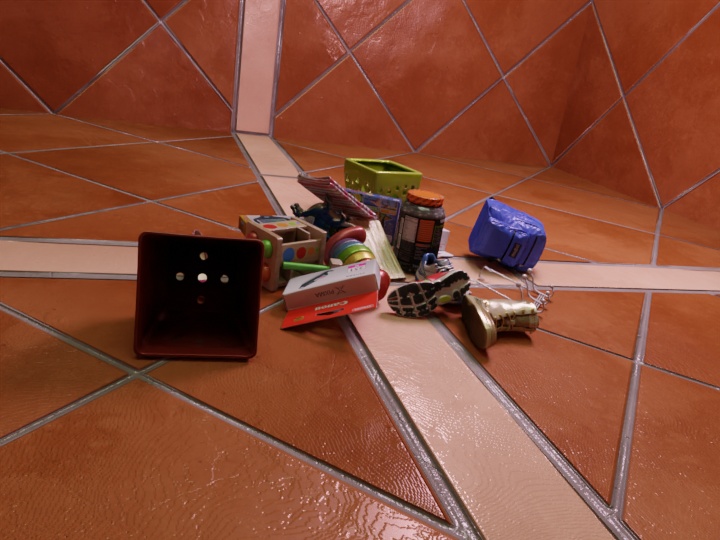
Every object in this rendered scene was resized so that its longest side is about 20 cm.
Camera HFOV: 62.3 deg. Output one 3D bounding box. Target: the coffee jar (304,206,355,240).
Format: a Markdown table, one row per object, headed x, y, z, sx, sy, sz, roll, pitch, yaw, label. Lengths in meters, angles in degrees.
| x | y | z | sx | sy | sz | roll | pitch | yaw | label |
| --- | --- | --- | --- | --- | --- | --- | --- | --- | --- |
| -0.062 | -0.110 | 1.643 | 0.199 | 0.086 | 0.104 | 26 | 10 | 38 | coffee jar |

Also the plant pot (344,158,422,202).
| x | y | z | sx | sy | sz | roll | pitch | yaw | label |
| --- | --- | --- | --- | --- | --- | --- | --- | --- | --- |
| 0.063 | -0.259 | 1.976 | 0.198 | 0.184 | 0.198 | -5 | 23 | -33 | plant pot |

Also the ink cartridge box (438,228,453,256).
| x | y | z | sx | sy | sz | roll | pitch | yaw | label |
| --- | --- | --- | --- | --- | --- | --- | --- | --- | --- |
| 0.181 | -0.106 | 1.765 | 0.115 | 0.068 | 0.199 | 0 | 21 | -40 | ink cartridge box |

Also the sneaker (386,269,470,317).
| x | y | z | sx | sy | sz | roll | pitch | yaw | label |
| --- | --- | --- | --- | --- | --- | --- | --- | --- | --- |
| 0.146 | 0.050 | 1.319 | 0.197 | 0.078 | 0.085 | -14 | 9 | -16 | sneaker |

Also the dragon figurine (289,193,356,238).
| x | y | z | sx | sy | sz | roll | pitch | yaw | label |
| --- | --- | --- | --- | --- | --- | --- | --- | --- | --- |
| -0.085 | -0.123 | 1.505 | 0.199 | 0.099 | 0.059 | 39 | 20 | -18 | dragon figurine |

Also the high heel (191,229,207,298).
| x | y | z | sx | sy | sz | roll | pitch | yaw | label |
| --- | --- | --- | --- | --- | --- | --- | --- | --- | --- |
| -0.327 | -0.012 | 1.254 | 0.066 | 0.097 | 0.200 | 0 | 22 | -25 | high heel |

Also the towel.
| x | y | z | sx | sy | sz | roll | pitch | yaw | label |
| --- | --- | --- | --- | --- | --- | --- | --- | --- | --- |
| -0.059 | -0.192 | 1.548 | 0.145 | 0.030 | 0.199 | 17 | -12 | 47 | towel |

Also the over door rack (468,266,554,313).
| x | y | z | sx | sy | sz | roll | pitch | yaw | label |
| --- | --- | --- | --- | --- | --- | --- | --- | --- | --- |
| 0.376 | 0.034 | 1.485 | 0.198 | 0.068 | 0.147 | 18 | 21 | 23 | over door rack |

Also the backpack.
| x | y | z | sx | sy | sz | roll | pitch | yaw | label |
| --- | --- | --- | --- | --- | --- | --- | --- | --- | --- |
| 0.425 | -0.083 | 1.702 | 0.198 | 0.164 | 0.168 | 21 | 29 | -3 | backpack |

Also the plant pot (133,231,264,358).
| x | y | z | sx | sy | sz | roll | pitch | yaw | label |
| --- | --- | --- | --- | --- | --- | --- | --- | --- | --- |
| -0.280 | 0.030 | 1.050 | 0.197 | 0.203 | 0.176 | 4 | 8 | -14 | plant pot |

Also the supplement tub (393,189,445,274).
| x | y | z | sx | sy | sz | roll | pitch | yaw | label |
| --- | --- | --- | --- | --- | --- | --- | --- | --- | --- |
| 0.154 | -0.102 | 1.558 | 0.121 | 0.203 | 0.123 | 8 | 19 | -3 | supplement tub |

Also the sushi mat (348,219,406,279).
| x | y | z | sx | sy | sz | roll | pitch | yaw | label |
| --- | --- | --- | --- | --- | --- | --- | --- | --- | --- |
| 0.042 | -0.055 | 1.521 | 0.094 | 0.012 | 0.202 | -3 | 53 | -28 | sushi mat |

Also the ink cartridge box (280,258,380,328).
| x | y | z | sx | sy | sz | roll | pitch | yaw | label |
| --- | --- | --- | --- | --- | --- | --- | --- | --- | --- |
| -0.061 | 0.043 | 1.199 | 0.197 | 0.044 | 0.174 | -13 | 17 | 8 | ink cartridge box |

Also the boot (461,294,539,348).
| x | y | z | sx | sy | sz | roll | pitch | yaw | label |
| --- | --- | --- | --- | --- | --- | --- | --- | --- | --- |
| 0.301 | 0.107 | 1.243 | 0.153 | 0.074 | 0.200 | 5 | 14 | -2 | boot |

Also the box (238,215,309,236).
| x | y | z | sx | sy | sz | roll | pitch | yaw | label |
| --- | --- | --- | --- | --- | --- | --- | --- | --- | --- |
| -0.204 | -0.108 | 1.537 | 0.197 | 0.042 | 0.119 | -4 | 23 | -27 | box |

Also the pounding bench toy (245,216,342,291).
| x | y | z | sx | sy | sz | roll | pitch | yaw | label |
| --- | --- | --- | --- | --- | --- | --- | --- | --- | --- |
| -0.155 | -0.027 | 1.328 | 0.155 | 0.126 | 0.199 | -10 | 28 | -42 | pounding bench toy |

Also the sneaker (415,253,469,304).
| x | y | z | sx | sy | sz | roll | pitch | yaw | label |
| --- | --- | --- | --- | --- | --- | --- | --- | --- | --- |
| 0.195 | 0.017 | 1.424 | 0.076 | 0.086 | 0.200 | -2 | 23 | -28 | sneaker |

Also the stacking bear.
| x | y | z | sx | sy | sz | roll | pitch | yaw | label |
| --- | --- | --- | --- | --- | --- | --- | --- | --- | --- |
| 0.000 | 0.000 | 1.361 | 0.112 | 0.123 | 0.200 | -8 | 33 | -26 | stacking bear |

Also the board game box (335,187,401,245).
| x | y | z | sx | sy | sz | roll | pitch | yaw | label |
| --- | --- | --- | --- | --- | --- | --- | --- | --- | --- |
| 0.013 | -0.159 | 1.750 | 0.197 | 0.137 | 0.034 | 13 | 20 | 8 | board game box |
